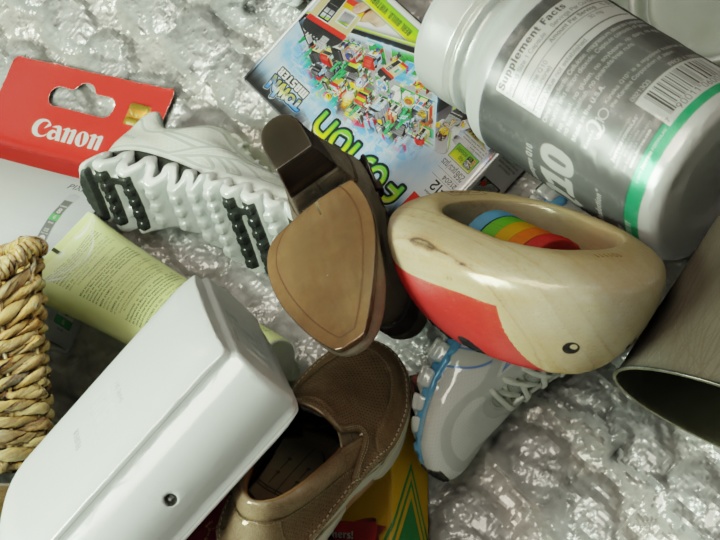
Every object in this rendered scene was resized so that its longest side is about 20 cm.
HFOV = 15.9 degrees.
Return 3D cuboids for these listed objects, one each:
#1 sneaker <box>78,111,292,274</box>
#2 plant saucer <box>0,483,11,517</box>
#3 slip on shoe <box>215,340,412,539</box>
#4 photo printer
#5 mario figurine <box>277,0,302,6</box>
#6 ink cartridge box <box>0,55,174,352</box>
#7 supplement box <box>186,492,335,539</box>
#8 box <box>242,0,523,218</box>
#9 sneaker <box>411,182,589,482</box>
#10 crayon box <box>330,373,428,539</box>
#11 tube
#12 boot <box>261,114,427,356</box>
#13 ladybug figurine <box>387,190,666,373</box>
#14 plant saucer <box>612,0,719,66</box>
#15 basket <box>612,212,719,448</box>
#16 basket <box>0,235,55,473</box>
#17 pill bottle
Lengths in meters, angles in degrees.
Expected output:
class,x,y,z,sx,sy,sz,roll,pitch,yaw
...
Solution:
class,x,y,z,sx,sy,sz,roll,pitch,yaw
sneaker,-0.088,-0.056,1.691,0.199,0.075,0.081,19,51,27
plant saucer,-0.277,0.157,1.633,0.199,0.200,0.036,-6,83,28
slip on shoe,-0.025,0.096,1.482,0.076,0.061,0.200,18,42,20
photo printer,-0.129,0.109,1.462,0.200,0.069,0.166,-48,18,6
mario figurine,-0.040,-0.249,1.711,0.199,0.123,0.107,-18,74,10
ink cartridge box,-0.235,-0.056,1.789,0.160,0.050,0.201,14,79,34
supplement box,-0.088,0.159,1.535,0.109,0.061,0.200,-46,52,5
box,0.021,-0.104,1.667,0.110,0.035,0.200,-48,54,4
sneaker,0.104,0.042,1.532,0.086,0.075,0.201,27,84,30
crayon box,-0.024,0.159,1.566,0.126,0.051,0.201,-13,62,26
tube,-0.131,0.026,1.667,0.199,0.058,0.052,28,112,30
boot,0.000,0.000,1.528,0.070,0.146,0.201,-25,51,12
ladybug figurine,0.089,0.006,1.450,0.200,0.135,0.072,30,118,57
plant saucer,0.221,-0.162,1.567,0.199,0.050,0.201,-12,63,25
basket,0.259,0.002,1.424,0.180,0.136,0.201,17,74,30
basket,-0.286,0.060,1.633,0.200,0.142,0.150,172,94,-66
pill bottle,0.134,-0.101,1.518,0.200,0.113,0.113,36,89,31
